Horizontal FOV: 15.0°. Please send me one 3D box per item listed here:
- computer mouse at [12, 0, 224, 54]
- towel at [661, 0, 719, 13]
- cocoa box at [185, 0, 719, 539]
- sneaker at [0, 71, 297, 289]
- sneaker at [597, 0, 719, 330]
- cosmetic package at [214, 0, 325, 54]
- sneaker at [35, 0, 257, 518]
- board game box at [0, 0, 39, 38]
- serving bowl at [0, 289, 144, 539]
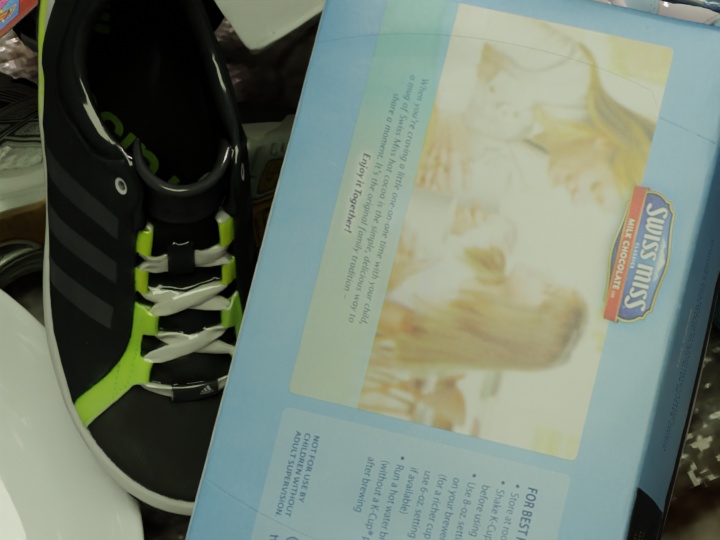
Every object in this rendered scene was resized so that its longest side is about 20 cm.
[{"bbox_3d":[-0.074,-0.121,1.010,0.140,0.046,0.200,-35,28,-17],"label":"computer mouse"},{"bbox_3d":[0.142,-0.081,0.870,0.199,0.147,0.024,13,95,-1],"label":"towel"},{"bbox_3d":[0.039,0.021,0.856,0.133,0.131,0.201,13,82,11],"label":"cocoa box"},{"bbox_3d":[-0.112,-0.042,0.976,0.199,0.076,0.088,-11,56,-6],"label":"sneaker"},{"bbox_3d":[0.152,-0.065,0.977,0.130,0.080,0.201,-28,70,-12],"label":"sneaker"},{"bbox_3d":[0.012,-0.144,0.952,0.101,0.200,0.074,-32,91,23],"label":"cosmetic package"},{"bbox_3d":[-0.068,-0.015,0.869,0.071,0.083,0.201,-13,97,-12],"label":"sneaker"},{"bbox_3d":[-0.122,-0.109,0.947,0.200,0.019,0.103,-46,21,-28],"label":"board game box"},{"bbox_3d":[-0.171,0.085,0.876,0.199,0.066,0.201,17,52,-24],"label":"serving bowl"}]
